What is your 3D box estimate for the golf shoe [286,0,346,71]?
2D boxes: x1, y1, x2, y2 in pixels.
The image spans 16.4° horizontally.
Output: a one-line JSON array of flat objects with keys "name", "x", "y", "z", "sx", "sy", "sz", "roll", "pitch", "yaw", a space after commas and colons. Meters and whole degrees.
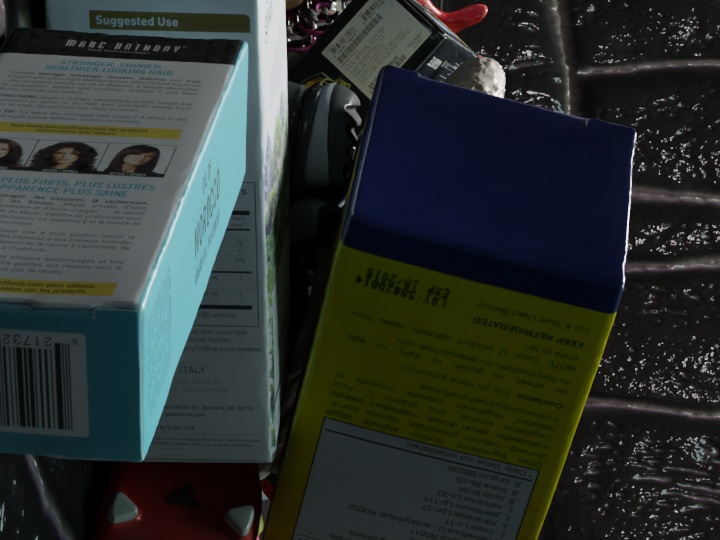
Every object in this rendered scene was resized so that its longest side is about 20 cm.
[{"name": "golf shoe", "x": -0.039, "y": -0.094, "z": 1.294, "sx": 0.200, "sy": 0.072, "sz": 0.093, "roll": -62, "pitch": 155, "yaw": -79}]

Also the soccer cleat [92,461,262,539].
[{"name": "soccer cleat", "x": -0.080, "y": 0.150, "z": 1.025, "sx": 0.085, "sy": 0.068, "sz": 0.202, "roll": 119, "pitch": -24, "yaw": -72}]

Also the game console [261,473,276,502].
[{"name": "game console", "x": 0.018, "y": 0.059, "z": 1.312, "sx": 0.201, "sy": 0.031, "sz": 0.177, "roll": -65, "pitch": 156, "yaw": -19}]

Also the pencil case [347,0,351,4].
[{"name": "pencil case", "x": -0.016, "y": -0.204, "z": 1.472, "sx": 0.200, "sy": 0.077, "sz": 0.090, "roll": 11, "pitch": 96, "yaw": -84}]

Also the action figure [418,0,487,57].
[{"name": "action figure", "x": -0.002, "y": -0.182, "z": 1.339, "sx": 0.200, "sy": 0.051, "sz": 0.066, "roll": 39, "pitch": 46, "yaw": -33}]

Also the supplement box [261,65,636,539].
[{"name": "supplement box", "x": 0.033, "y": 0.037, "z": 1.013, "sx": 0.110, "sy": 0.108, "sz": 0.201, "roll": -78, "pitch": -177, "yaw": -53}]

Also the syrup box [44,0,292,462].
[{"name": "syrup box", "x": -0.069, "y": -0.031, "z": 0.943, "sx": 0.079, "sy": 0.081, "sz": 0.201, "roll": -82, "pitch": 172, "yaw": -60}]

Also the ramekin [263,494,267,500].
[{"name": "ramekin", "x": -0.020, "y": 0.033, "z": 1.433, "sx": 0.202, "sy": 0.093, "sz": 0.204, "roll": 3, "pitch": 90, "yaw": -85}]

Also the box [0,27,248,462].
[{"name": "box", "x": -0.087, "y": -0.015, "z": 0.754, "sx": 0.200, "sy": 0.082, "sz": 0.049, "roll": -76, "pitch": 169, "yaw": -64}]

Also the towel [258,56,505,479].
[{"name": "towel", "x": 0.000, "y": 0.000, "z": 1.144, "sx": 0.200, "sy": 0.034, "sz": 0.133, "roll": -51, "pitch": -165, "yaw": 35}]

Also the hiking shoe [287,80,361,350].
[{"name": "hiking shoe", "x": -0.062, "y": -0.001, "z": 1.056, "sx": 0.075, "sy": 0.086, "sz": 0.201, "roll": -75, "pitch": -177, "yaw": -62}]

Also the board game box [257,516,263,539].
[{"name": "board game box", "x": -0.065, "y": 0.112, "z": 1.261, "sx": 0.158, "sy": 0.039, "sz": 0.202, "roll": -4, "pitch": 97, "yaw": -85}]

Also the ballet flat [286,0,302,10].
[{"name": "ballet flat", "x": -0.069, "y": -0.134, "z": 1.049, "sx": 0.200, "sy": 0.067, "sz": 0.073, "roll": 74, "pitch": 39, "yaw": -73}]

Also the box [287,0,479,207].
[{"name": "box", "x": -0.016, "y": -0.061, "z": 1.184, "sx": 0.159, "sy": 0.046, "sz": 0.200, "roll": -48, "pitch": 176, "yaw": 7}]
